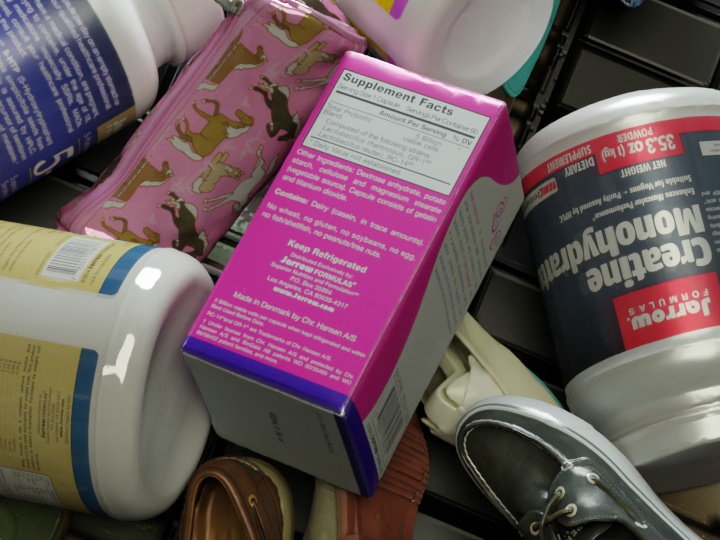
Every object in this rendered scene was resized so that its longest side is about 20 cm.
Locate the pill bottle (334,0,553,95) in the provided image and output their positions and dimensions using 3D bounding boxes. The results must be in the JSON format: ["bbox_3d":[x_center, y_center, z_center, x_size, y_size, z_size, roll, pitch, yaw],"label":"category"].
[{"bbox_3d":[0.013,-0.188,1.605,0.104,0.104,0.200,-34,53,-15],"label":"pill bottle"}]

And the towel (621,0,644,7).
[{"bbox_3d":[0.109,-0.239,1.673,0.200,0.049,0.112,33,35,4],"label":"towel"}]

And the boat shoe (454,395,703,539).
[{"bbox_3d":[0.125,0.137,1.489,0.200,0.057,0.069,38,115,19],"label":"boat shoe"}]

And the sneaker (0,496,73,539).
[{"bbox_3d":[-0.233,0.166,1.497,0.200,0.090,0.067,-38,79,-17],"label":"sneaker"}]

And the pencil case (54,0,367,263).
[{"bbox_3d":[-0.084,-0.075,1.555,0.086,0.083,0.200,36,103,-8],"label":"pencil case"}]

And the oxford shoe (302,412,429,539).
[{"bbox_3d":[-0.009,0.131,1.542,0.071,0.074,0.200,30,42,-30],"label":"oxford shoe"}]

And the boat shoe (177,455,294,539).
[{"bbox_3d":[-0.068,0.196,1.479,0.072,0.068,0.201,-7,81,14],"label":"boat shoe"}]

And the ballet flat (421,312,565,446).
[{"bbox_3d":[0.043,0.054,1.574,0.069,0.070,0.200,-37,77,-16],"label":"ballet flat"}]

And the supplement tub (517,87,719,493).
[{"bbox_3d":[0.171,0.011,1.569,0.140,0.140,0.201,-10,74,-10],"label":"supplement tub"}]

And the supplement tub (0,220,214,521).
[{"bbox_3d":[-0.187,0.047,1.494,0.199,0.145,0.145,10,71,16],"label":"supplement tub"}]

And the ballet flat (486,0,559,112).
[{"bbox_3d":[0.059,-0.101,1.640,0.065,0.071,0.201,12,66,25],"label":"ballet flat"}]

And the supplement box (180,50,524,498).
[{"bbox_3d":[0.000,0.000,1.502,0.103,0.101,0.200,21,66,20],"label":"supplement box"}]

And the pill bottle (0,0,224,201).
[{"bbox_3d":[-0.181,-0.119,1.578,0.200,0.120,0.120,-32,79,-15],"label":"pill bottle"}]
